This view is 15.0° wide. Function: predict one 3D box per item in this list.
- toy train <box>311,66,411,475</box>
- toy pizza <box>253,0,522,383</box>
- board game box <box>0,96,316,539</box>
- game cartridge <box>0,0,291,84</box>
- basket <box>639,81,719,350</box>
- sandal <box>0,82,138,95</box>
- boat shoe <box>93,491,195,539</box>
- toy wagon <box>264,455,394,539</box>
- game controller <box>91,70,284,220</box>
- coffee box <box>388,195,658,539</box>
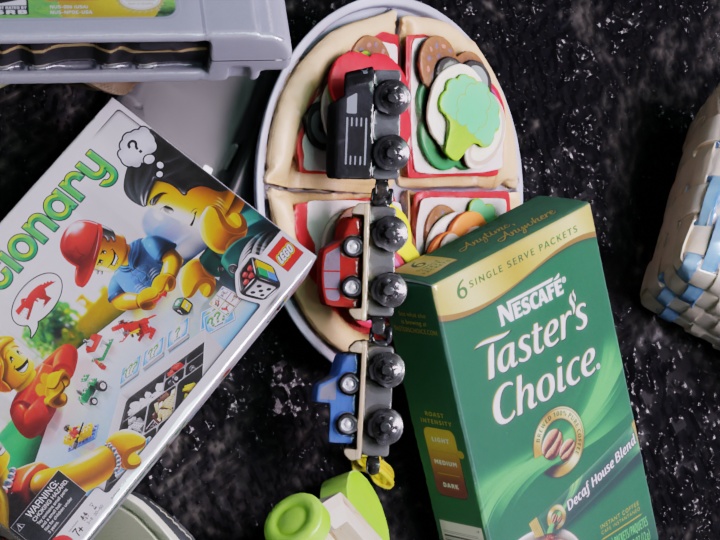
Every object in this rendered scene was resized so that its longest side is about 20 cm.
[{"bbox_3d":[0.000,0.000,1.347,0.046,0.034,0.201,1,90,-2],"label":"toy train"},{"bbox_3d":[0.024,-0.042,1.413,0.200,0.032,0.201,1,89,-46],"label":"toy pizza"},{"bbox_3d":[-0.129,0.031,1.277,0.126,0.035,0.200,37,67,3],"label":"board game box"},{"bbox_3d":[-0.137,-0.145,1.272,0.199,0.041,0.134,-2,49,-10],"label":"game cartridge"},{"bbox_3d":[0.270,-0.018,1.528,0.200,0.139,0.177,19,69,1],"label":"basket"},{"bbox_3d":[-0.139,-0.107,1.317,0.201,0.080,0.057,-25,115,-27],"label":"sandal"},{"bbox_3d":[-0.070,0.182,1.316,0.200,0.074,0.066,54,28,-6],"label":"boat shoe"},{"bbox_3d":[-0.001,0.172,1.346,0.155,0.039,0.200,53,23,-42],"label":"toy wagon"},{"bbox_3d":[-0.093,-0.040,1.359,0.104,0.042,0.200,28,66,-13],"label":"game controller"},{"bbox_3d":[0.085,0.075,1.425,0.123,0.044,0.200,-25,111,-36],"label":"coffee box"}]
